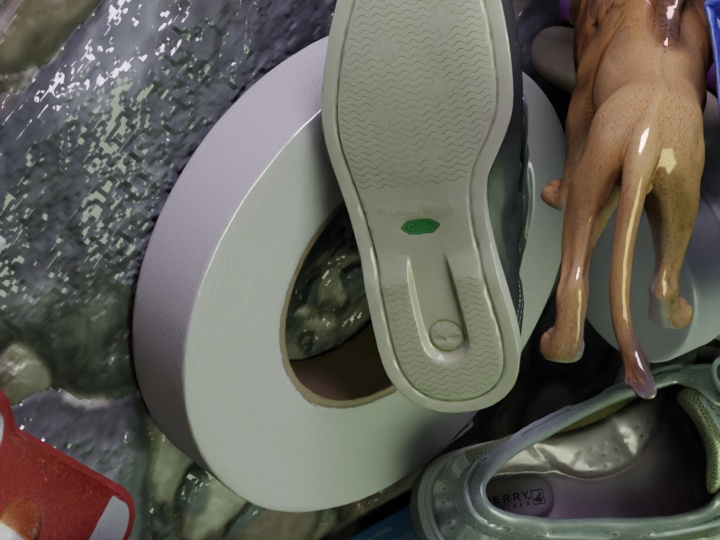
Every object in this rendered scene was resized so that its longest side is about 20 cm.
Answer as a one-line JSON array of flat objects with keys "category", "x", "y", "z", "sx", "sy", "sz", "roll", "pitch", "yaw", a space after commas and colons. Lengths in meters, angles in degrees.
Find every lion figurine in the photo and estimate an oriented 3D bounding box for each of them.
[{"category": "lion figurine", "x": 0.100, "y": -0.054, "z": 1.038, "sx": 0.072, "sy": 0.200, "sz": 0.123, "roll": 5, "pitch": 121, "yaw": -8}]

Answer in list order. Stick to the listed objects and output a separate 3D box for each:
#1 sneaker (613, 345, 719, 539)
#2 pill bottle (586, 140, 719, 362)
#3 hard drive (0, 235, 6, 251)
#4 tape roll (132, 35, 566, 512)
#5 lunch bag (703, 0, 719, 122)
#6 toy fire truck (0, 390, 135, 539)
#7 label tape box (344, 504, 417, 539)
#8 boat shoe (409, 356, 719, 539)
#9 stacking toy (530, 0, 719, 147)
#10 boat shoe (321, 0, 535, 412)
[{"category": "sneaker", "x": 0.164, "y": 0.088, "z": 1.342, "sx": 0.200, "sy": 0.078, "sz": 0.100, "roll": 33, "pitch": 64, "yaw": -64}, {"category": "pill bottle", "x": 0.185, "y": -0.034, "z": 1.245, "sx": 0.200, "sy": 0.112, "sz": 0.112, "roll": -25, "pitch": 132, "yaw": -33}, {"category": "hard drive", "x": -0.213, "y": 0.062, "z": 0.976, "sx": 0.132, "sy": 0.025, "sz": 0.200, "roll": 16, "pitch": 104, "yaw": -50}, {"category": "tape roll", "x": 0.000, "y": 0.000, "z": 1.141, "sx": 0.203, "sy": 0.037, "sz": 0.203, "roll": -26, "pitch": 133, "yaw": -32}, {"category": "lunch bag", "x": 0.185, "y": -0.032, "z": 1.088, "sx": 0.151, "sy": 0.094, "sz": 0.201, "roll": -57, "pitch": 148, "yaw": -60}, {"category": "toy fire truck", "x": -0.155, "y": 0.140, "z": 0.998, "sx": 0.200, "sy": 0.112, "sz": 0.168, "roll": -61, "pitch": 146, "yaw": -7}, {"category": "label tape box", "x": 0.074, "y": 0.175, "z": 1.207, "sx": 0.144, "sy": 0.200, "sz": 0.063, "roll": -25, "pitch": 136, "yaw": -31}, {"category": "boat shoe", "x": 0.119, "y": 0.079, "z": 1.209, "sx": 0.201, "sy": 0.065, "sz": 0.075, "roll": -10, "pitch": 79, "yaw": -25}, {"category": "stacking toy", "x": 0.144, "y": -0.154, "z": 1.159, "sx": 0.085, "sy": 0.085, "sz": 0.200, "roll": 24, "pitch": 91, "yaw": -50}, {"category": "boat shoe", "x": 0.029, "y": -0.048, "z": 1.073, "sx": 0.068, "sy": 0.072, "sz": 0.200, "roll": -67, "pitch": 155, "yaw": -57}]
